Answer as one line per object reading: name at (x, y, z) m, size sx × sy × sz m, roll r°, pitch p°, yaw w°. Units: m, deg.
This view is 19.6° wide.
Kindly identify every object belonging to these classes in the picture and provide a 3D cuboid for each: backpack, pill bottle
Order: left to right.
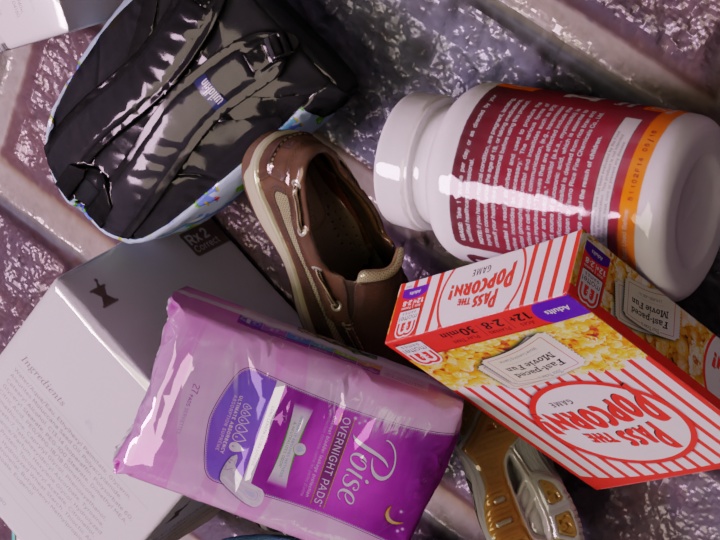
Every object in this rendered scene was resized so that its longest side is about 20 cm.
backpack at (-0.117, -0.107, 1.388) m, size 0.163 × 0.154 × 0.200 m, roll 45°, pitch 100°, yaw 6°
pill bottle at (0.113, -0.053, 1.262) m, size 0.199 × 0.113 × 0.113 m, roll 12°, pitch 115°, yaw 29°

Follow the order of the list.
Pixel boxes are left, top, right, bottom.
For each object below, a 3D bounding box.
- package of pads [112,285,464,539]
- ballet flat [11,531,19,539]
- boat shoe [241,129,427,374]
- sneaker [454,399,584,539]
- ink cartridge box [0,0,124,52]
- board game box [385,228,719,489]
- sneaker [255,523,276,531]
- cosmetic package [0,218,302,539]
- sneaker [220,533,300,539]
package of pads at (-0.044, 0.100, 1.298) m, size 0.199 × 0.076 × 0.121 m, roll 20°, pitch 101°, yaw -1°
ballet flat at (-0.243, 0.275, 1.672) m, size 0.069 × 0.069 × 0.201 m, roll 15°, pitch 115°, yaw 29°
boat shoe at (-0.004, 0.004, 1.316) m, size 0.075 × 0.075 × 0.203 m, roll 6°, pitch 134°, yaw 55°
sneaker at (0.088, 0.114, 1.371) m, size 0.075 × 0.088 × 0.201 m, roll -12°, pitch 79°, yaw -5°
ink cartridge box at (-0.215, -0.194, 1.426) m, size 0.199 × 0.116 × 0.067 m, roll -10°, pitch 102°, yaw 37°
board game box at (0.138, 0.059, 1.250) m, size 0.200 × 0.046 × 0.151 m, roll 35°, pitch 147°, yaw -30°
sneaker at (-0.007, 0.132, 1.442) m, size 0.088 × 0.074 × 0.200 m, roll 51°, pitch 123°, yaw 14°
cosmetic package at (-0.155, 0.095, 1.470) m, size 0.165 × 0.165 × 0.200 m, roll 47°, pitch 128°, yaw 8°
sneaker at (-0.013, 0.204, 1.448) m, size 0.199 × 0.079 × 0.090 m, roll 4°, pitch 137°, yaw 14°
